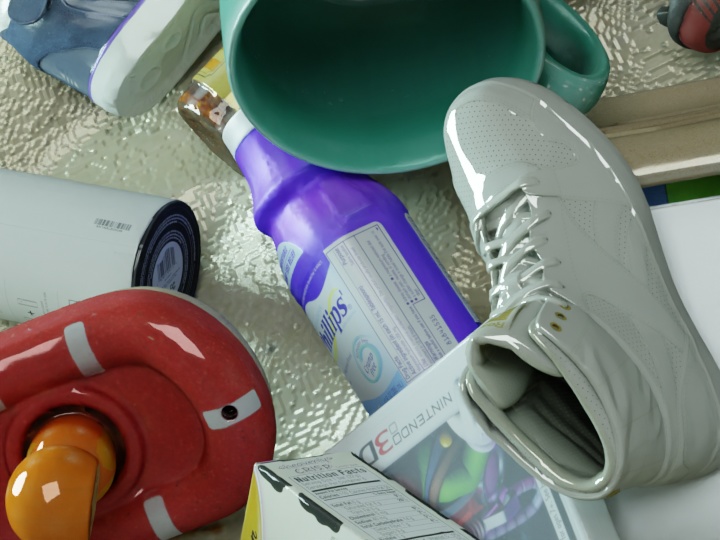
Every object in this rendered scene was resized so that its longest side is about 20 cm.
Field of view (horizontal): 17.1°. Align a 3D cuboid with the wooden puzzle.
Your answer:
[{"bbox_3d":[0.189,-0.062,1.139,0.185,0.200,0.046,-10,99,11],"label":"wooden puzzle"}]

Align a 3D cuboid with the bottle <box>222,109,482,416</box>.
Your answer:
[{"bbox_3d":[0.000,0.000,1.187,0.065,0.084,0.200,-26,71,-20],"label":"bottle"}]

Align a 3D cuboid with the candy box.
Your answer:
[{"bbox_3d":[0.019,0.182,1.058,0.200,0.061,0.137,30,115,47],"label":"candy box"}]

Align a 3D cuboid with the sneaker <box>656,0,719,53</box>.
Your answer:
[{"bbox_3d":[0.250,-0.158,1.207,0.200,0.071,0.098,-29,60,0],"label":"sneaker"}]

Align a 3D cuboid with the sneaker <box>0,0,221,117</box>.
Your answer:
[{"bbox_3d":[-0.124,-0.195,1.323,0.146,0.081,0.200,38,87,22],"label":"sneaker"}]

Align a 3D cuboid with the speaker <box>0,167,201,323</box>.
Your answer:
[{"bbox_3d":[-0.191,-0.014,1.262,0.200,0.081,0.081,10,70,21],"label":"speaker"}]

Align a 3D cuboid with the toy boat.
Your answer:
[{"bbox_3d":[-0.138,0.094,1.155,0.200,0.131,0.131,-22,19,7],"label":"toy boat"}]

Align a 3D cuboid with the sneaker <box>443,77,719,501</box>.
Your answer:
[{"bbox_3d":[0.076,0.004,1.005,0.074,0.116,0.200,-40,72,31],"label":"sneaker"}]

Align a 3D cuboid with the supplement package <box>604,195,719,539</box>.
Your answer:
[{"bbox_3d":[0.188,0.046,1.095,0.200,0.111,0.156,-9,80,13],"label":"supplement package"}]

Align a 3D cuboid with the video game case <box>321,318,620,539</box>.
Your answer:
[{"bbox_3d":[0.051,0.147,1.081,0.182,0.023,0.200,-42,61,44],"label":"video game case"}]

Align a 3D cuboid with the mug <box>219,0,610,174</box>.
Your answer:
[{"bbox_3d":[0.016,-0.131,1.165,0.152,0.185,0.115,-26,45,19],"label":"mug"}]

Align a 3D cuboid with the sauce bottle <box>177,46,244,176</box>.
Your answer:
[{"bbox_3d":[-0.011,-0.139,1.278,0.066,0.066,0.200,39,79,26],"label":"sauce bottle"}]
